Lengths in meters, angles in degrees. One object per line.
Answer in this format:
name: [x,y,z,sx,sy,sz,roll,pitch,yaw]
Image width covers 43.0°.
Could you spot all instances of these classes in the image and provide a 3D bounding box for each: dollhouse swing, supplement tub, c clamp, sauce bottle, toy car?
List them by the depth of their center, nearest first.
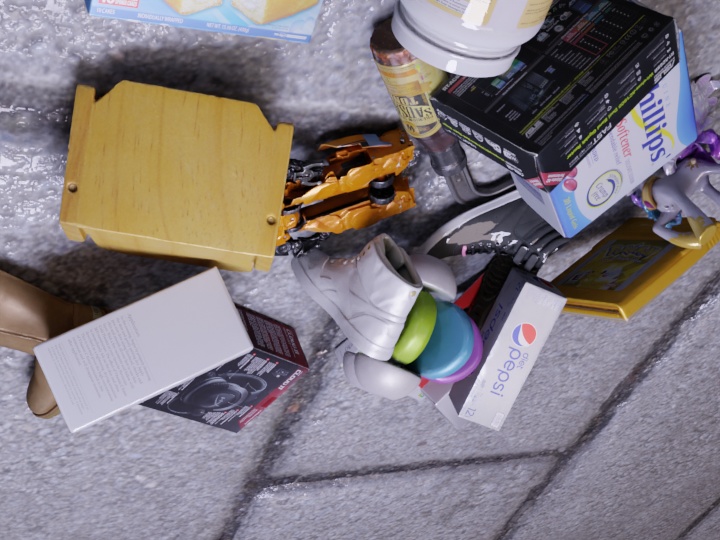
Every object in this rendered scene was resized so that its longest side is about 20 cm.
supplement tub: [0.114,-0.289,0.807,0.145,0.145,0.200,-2,136,-25]
dollhouse swing: [-0.180,-0.086,0.927,0.200,0.176,0.182,9,97,-7]
sauce bottle: [0.070,-0.177,0.967,0.066,0.066,0.200,-28,137,4]
c clamp: [0.170,-0.155,1.077,0.171,0.027,0.200,-23,141,0]
toy car: [0.076,0.082,1.132,0.150,0.200,0.175,24,82,-8]

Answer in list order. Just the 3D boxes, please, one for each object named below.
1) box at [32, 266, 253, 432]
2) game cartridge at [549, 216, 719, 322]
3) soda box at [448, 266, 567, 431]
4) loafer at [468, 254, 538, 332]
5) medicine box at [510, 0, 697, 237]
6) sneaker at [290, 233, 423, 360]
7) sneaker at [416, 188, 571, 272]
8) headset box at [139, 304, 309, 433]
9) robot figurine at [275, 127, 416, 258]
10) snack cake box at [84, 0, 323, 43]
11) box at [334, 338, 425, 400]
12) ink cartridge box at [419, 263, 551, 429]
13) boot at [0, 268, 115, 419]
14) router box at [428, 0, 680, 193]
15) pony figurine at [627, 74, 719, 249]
box: [-0.228,0.085,0.981,0.200,0.098,0.124,-24,178,-13]
game cartridge: [0.349,-0.008,1.191,0.200,0.176,0.032,-38,107,-19]
soda box: [0.188,0.102,1.185,0.063,0.068,0.200,21,103,-12]
loafer: [0.196,0.047,1.245,0.067,0.076,0.200,25,103,-21]
medicine box: [0.260,-0.170,1.024,0.200,0.103,0.182,-38,141,-1]
sneaker: [0.000,0.000,1.050,0.074,0.200,0.116,11,114,-42]
sneaker: [0.174,-0.033,1.149,0.200,0.099,0.071,-25,168,0]
headset box: [-0.177,0.123,1.172,0.149,0.077,0.200,-42,138,21]
robot figurine: [-0.036,-0.087,1.024,0.200,0.058,0.145,-17,140,-10]
snack cake box: [-0.125,-0.268,0.770,0.200,0.067,0.115,0,136,-27]
box: [0.078,0.112,1.324,0.144,0.036,0.200,-41,139,18]
ink cartridge box: [0.166,0.113,1.308,0.200,0.045,0.176,-44,136,-4]
boot: [-0.396,0.077,1.023,0.200,0.066,0.175,25,108,-44]
router box: [0.191,-0.189,0.907,0.200,0.150,0.062,-44,141,-8]
pony figurine: [0.408,-0.120,1.139,0.193,0.200,0.167,-37,135,-10]
